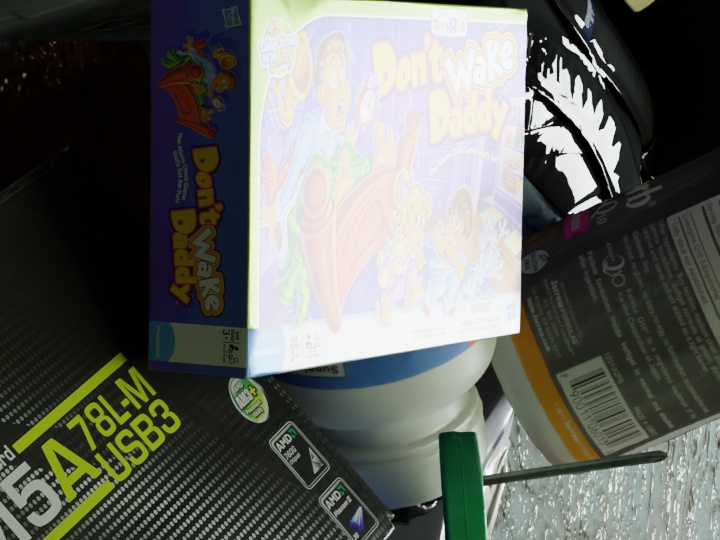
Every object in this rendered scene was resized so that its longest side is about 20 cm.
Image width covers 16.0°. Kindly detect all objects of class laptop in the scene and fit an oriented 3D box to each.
[{"bbox_3d":[0.166,-0.141,1.376,0.200,0.103,0.178,-70,165,-53],"label":"laptop"}]

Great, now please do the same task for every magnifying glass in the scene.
[{"bbox_3d":[0.047,0.126,1.133,0.200,0.022,0.080,88,-2,-70],"label":"magnifying glass"}]

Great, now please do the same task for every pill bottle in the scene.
[{"bbox_3d":[0.000,0.000,1.138,0.112,0.112,0.200,-52,135,-51],"label":"pill bottle"},{"bbox_3d":[0.162,0.008,1.198,0.116,0.200,0.116,58,16,-27],"label":"pill bottle"}]

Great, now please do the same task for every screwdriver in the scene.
[{"bbox_3d":[0.058,0.092,1.172,0.028,0.200,0.029,-11,84,-48],"label":"screwdriver"}]

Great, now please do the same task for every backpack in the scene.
[{"bbox_3d":[0.077,-0.078,1.282,0.200,0.154,0.163,32,53,-41],"label":"backpack"}]

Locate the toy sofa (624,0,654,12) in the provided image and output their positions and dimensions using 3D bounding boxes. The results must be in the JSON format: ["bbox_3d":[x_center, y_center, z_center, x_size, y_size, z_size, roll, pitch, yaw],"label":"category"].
[{"bbox_3d":[0.106,-0.232,1.261,0.098,0.083,0.200,41,15,-51],"label":"toy sofa"}]

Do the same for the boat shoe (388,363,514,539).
[{"bbox_3d":[0.037,0.102,1.279,0.200,0.073,0.065,-66,152,-20],"label":"boat shoe"}]

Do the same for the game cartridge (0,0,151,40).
[{"bbox_3d":[-0.050,-0.116,0.971,0.200,0.133,0.041,-8,83,-53],"label":"game cartridge"}]

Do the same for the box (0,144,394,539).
[{"bbox_3d":[-0.100,0.072,0.900,0.193,0.047,0.200,51,35,-2],"label":"box"}]

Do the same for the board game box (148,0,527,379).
[{"bbox_3d":[-0.004,-0.036,0.979,0.200,0.045,0.135,-7,99,-58],"label":"board game box"}]
